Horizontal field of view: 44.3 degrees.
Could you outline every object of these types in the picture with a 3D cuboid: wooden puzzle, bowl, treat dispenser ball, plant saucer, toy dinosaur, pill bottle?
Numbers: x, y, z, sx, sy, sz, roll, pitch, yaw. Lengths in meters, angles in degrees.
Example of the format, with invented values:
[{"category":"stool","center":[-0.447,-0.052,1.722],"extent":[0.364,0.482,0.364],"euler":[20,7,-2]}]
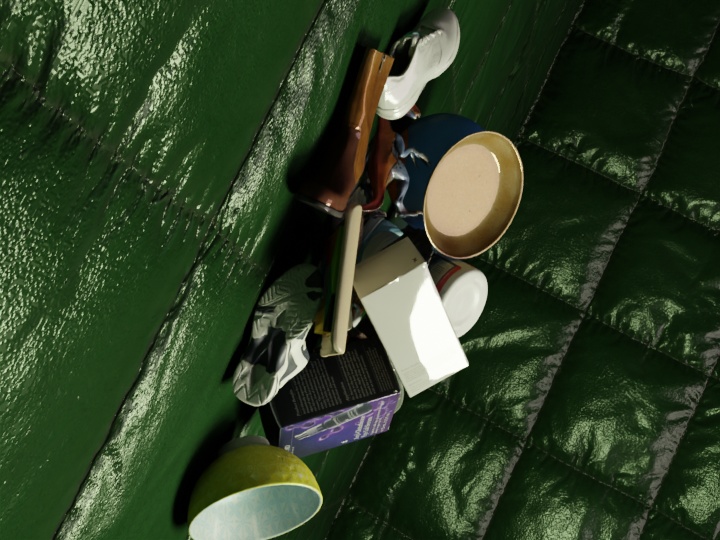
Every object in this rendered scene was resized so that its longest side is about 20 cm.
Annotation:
[{"category":"wooden puzzle","center":[-0.034,0.019,1.188],"extent":[0.200,0.036,0.189],"euler":[130,-33,-80]},{"category":"bowl","center":[-0.161,0.307,1.283],"extent":[0.202,0.196,0.109],"euler":[101,-25,-52]},{"category":"treat dispenser ball","center":[0.140,-0.160,1.483],"extent":[0.203,0.198,0.202],"euler":[-60,168,-21]},{"category":"plant saucer","center":[0.167,-0.119,1.366],"extent":[0.197,0.035,0.204],"euler":[-16,120,-29]},{"category":"toy dinosaur","center":[0.048,-0.169,1.265],"extent":[0.200,0.103,0.186],"euler":[13,74,-81]},{"category":"pill bottle","center":[0.098,0.015,1.437],"extent":[0.118,0.199,0.122],"euler":[-24,129,-34]}]

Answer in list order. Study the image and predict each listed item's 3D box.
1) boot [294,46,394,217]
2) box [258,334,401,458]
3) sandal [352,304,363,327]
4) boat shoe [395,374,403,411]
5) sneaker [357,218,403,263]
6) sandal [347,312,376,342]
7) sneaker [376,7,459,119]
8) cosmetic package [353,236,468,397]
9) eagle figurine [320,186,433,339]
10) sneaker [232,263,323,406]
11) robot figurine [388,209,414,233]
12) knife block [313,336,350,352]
[{"category":"boot","center":[-0.008,-0.175,1.103],"extent":[0.203,0.067,0.188],"euler":[-69,168,17]},{"category":"box","center":[-0.052,0.200,1.363],"extent":[0.196,0.106,0.149],"euler":[-15,150,-15]},{"category":"sandal","center":[-0.036,0.076,1.512],"extent":[0.079,0.059,0.207],"euler":[-47,-178,-3]},{"category":"boat shoe","center":[0.041,0.163,1.492],"extent":[0.073,0.065,0.205],"euler":[-21,137,-23]},{"category":"sneaker","center":[0.018,-0.017,1.532],"extent":[0.201,0.081,0.075],"euler":[-57,166,-35]},{"category":"sandal","center":[0.044,0.070,1.539],"extent":[0.201,0.075,0.045],"euler":[-52,-179,-14]},{"category":"sneaker","center":[0.080,-0.309,1.237],"extent":[0.202,0.074,0.089],"euler":[-59,156,-23]},{"category":"cosmetic package","center":[0.070,0.069,1.274],"extent":[0.202,0.106,0.085],"euler":[65,-2,-32]},{"category":"eagle figurine","center":[-0.003,-0.004,1.348],"extent":[0.150,0.151,0.202],"euler":[16,115,-50]},{"category":"sneaker","center":[-0.102,0.084,1.215],"extent":[0.130,0.078,0.203],"euler":[-5,115,-84]},{"category":"robot figurine","center":[0.105,-0.070,1.731],"extent":[0.202,0.123,0.151],"euler":[-61,158,-17]},{"category":"knife block","center":[-0.019,0.149,1.541],"extent":[0.197,0.065,0.175],"euler":[-23,-179,-12]}]
